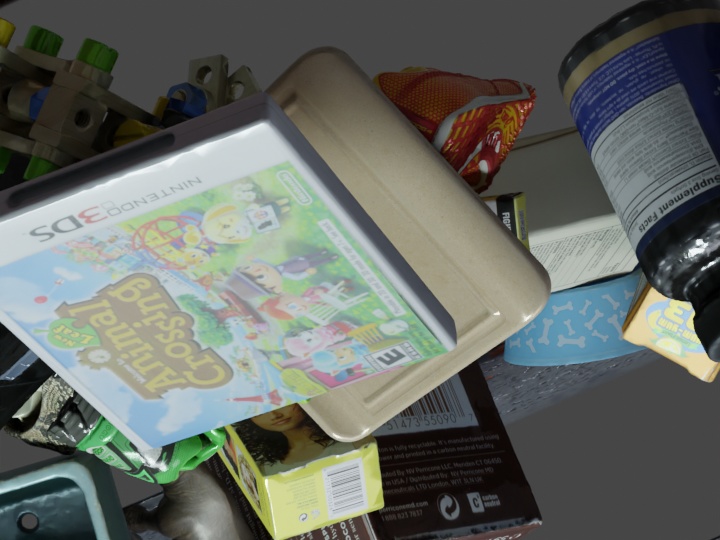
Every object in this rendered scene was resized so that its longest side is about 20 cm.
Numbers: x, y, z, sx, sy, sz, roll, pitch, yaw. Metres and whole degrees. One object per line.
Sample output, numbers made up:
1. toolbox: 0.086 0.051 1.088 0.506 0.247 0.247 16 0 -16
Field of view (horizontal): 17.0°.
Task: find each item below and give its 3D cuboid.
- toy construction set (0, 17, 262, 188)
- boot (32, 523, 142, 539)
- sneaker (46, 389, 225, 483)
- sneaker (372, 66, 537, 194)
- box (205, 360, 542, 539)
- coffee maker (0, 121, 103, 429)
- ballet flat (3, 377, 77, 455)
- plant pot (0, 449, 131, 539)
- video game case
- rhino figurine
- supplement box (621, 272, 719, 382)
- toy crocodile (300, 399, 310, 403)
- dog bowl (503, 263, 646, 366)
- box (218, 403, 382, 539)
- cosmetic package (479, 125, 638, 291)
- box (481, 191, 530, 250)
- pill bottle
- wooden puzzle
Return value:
1. toy construction set: -0.113 -0.065 1.176 0.200 0.131 0.092 5 102 -51
2. boot: -0.258 0.259 1.875 0.200 0.074 0.096 -33 150 22
3. sneaker: -0.118 0.082 1.390 0.078 0.085 0.200 -54 -179 13
4. sneaker: 0.050 -0.090 1.370 0.073 0.077 0.200 -62 166 5
5. box: -0.007 0.164 1.772 0.166 0.164 0.200 -4 153 -40
6. coffee maker: -0.198 0.002 1.275 0.200 0.135 0.192 -40 178 40
7. ballet flat: -0.197 0.065 1.493 0.075 0.068 0.200 3 155 -11
8. plant pot: -0.236 0.226 1.645 0.196 0.196 0.200 -16 -174 5
9. video game case: -0.077 0.008 1.144 0.182 0.022 0.200 -19 140 19
10. rhino figurine: -0.119 0.171 1.685 0.087 0.200 0.060 -7 -156 47
11. supplement box: 0.225 -0.012 1.554 0.069 0.067 0.200 -63 180 34
12. toy crocodile: -0.063 0.025 1.266 0.067 0.062 0.200 6 163 12
13. dog bowl: 0.169 0.017 1.662 0.111 0.050 0.200 -4 -168 30
14. box: -0.055 0.088 1.493 0.075 0.200 0.050 -17 120 -16
15. cosmetic package: 0.090 -0.029 1.531 0.200 0.073 0.104 -14 157 -22
16. box: 0.000 0.000 1.412 0.200 0.075 0.050 -5 -178 12
17. pill bottle: 0.201 -0.053 1.405 0.112 0.200 0.112 -20 159 -8
18. wooden puzzle: -0.009 -0.012 1.332 0.200 0.185 0.037 -39 -175 46
